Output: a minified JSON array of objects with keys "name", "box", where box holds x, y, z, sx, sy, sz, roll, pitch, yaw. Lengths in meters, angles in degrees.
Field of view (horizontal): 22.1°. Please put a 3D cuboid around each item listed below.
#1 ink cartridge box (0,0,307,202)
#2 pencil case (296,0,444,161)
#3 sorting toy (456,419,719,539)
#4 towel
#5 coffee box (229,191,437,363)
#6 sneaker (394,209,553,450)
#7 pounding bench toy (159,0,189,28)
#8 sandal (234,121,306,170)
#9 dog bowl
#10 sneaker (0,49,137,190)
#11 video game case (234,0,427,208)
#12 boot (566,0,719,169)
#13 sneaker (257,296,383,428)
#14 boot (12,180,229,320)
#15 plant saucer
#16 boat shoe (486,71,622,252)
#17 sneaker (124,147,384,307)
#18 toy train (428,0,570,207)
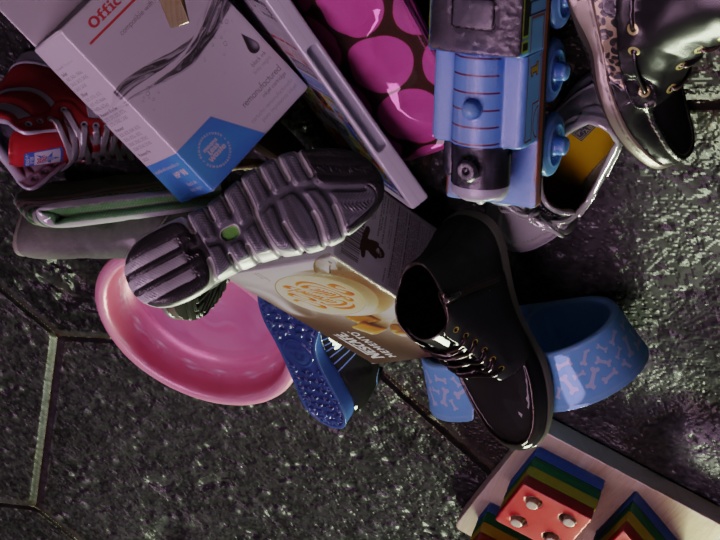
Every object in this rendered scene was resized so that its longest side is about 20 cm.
[{"name":"ink cartridge box","box":[-0.151,-0.162,1.344,0.200,0.116,0.067,46,158,-15]},{"name":"pencil case","box":[0.017,-0.174,1.335,0.094,0.091,0.200,-13,129,28]},{"name":"sorting toy","box":[0.204,0.251,1.703,0.199,0.070,0.200,28,140,-2]},{"name":"towel","box":[-0.195,-0.061,1.470,0.152,0.200,0.023,-9,100,-13]},{"name":"coffee box","box":[0.000,0.000,1.478,0.114,0.080,0.200,-8,153,36]},{"name":"sneaker","box":[0.081,0.064,1.419,0.075,0.106,0.200,-9,108,35]},{"name":"pounding bench toy","box":[-0.085,-0.289,1.244,0.156,0.200,0.124,-18,133,1]},{"name":"sandal","box":[-0.133,-0.115,1.452,0.212,0.078,0.070,35,111,-28]},{"name":"dog bowl","box":[0.137,0.070,1.519,0.200,0.111,0.050,-9,115,35]},{"name":"sneaker","box":[-0.214,-0.109,1.503,0.200,0.113,0.071,15,136,13]},{"name":"video game case","box":[-0.032,-0.141,1.370,0.200,0.018,0.143,54,174,-24]},{"name":"boot","box":[0.233,-0.158,1.249,0.150,0.073,0.200,-5,126,32]},{"name":"sneaker","box":[-0.031,0.043,1.598,0.070,0.078,0.200,16,138,32]},{"name":"boot","box":[-0.203,-0.024,1.552,0.200,0.182,0.073,8,118,16]},{"name":"plant saucer","box":[-0.141,0.038,1.674,0.200,0.051,0.201,14,139,13]},{"name":"boat shoe","box":[0.145,-0.060,1.386,0.075,0.086,0.202,32,140,-6]},{"name":"sneaker","box":[-0.082,-0.034,1.375,0.115,0.200,0.075,163,85,-84]},{"name":"toy train","box":[0.094,-0.136,1.273,0.087,0.114,0.200,10,109,24]}]
